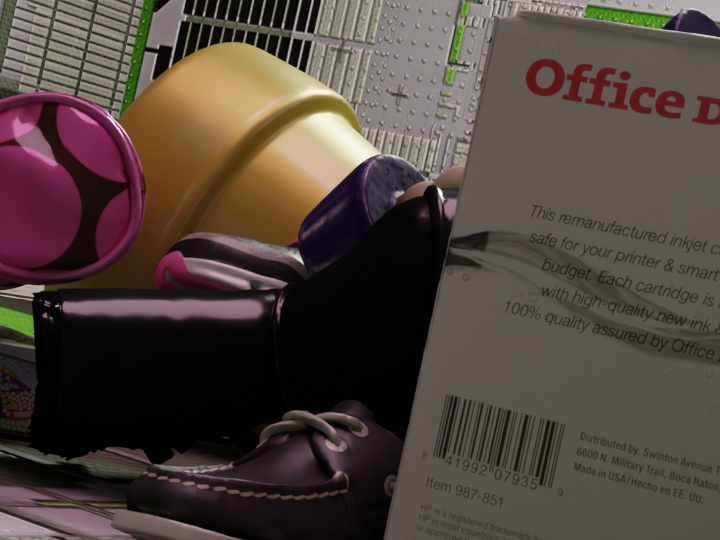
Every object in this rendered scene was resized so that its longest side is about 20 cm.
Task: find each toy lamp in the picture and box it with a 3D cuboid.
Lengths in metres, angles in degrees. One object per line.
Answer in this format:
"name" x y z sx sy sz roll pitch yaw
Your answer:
"toy lamp" 0.057 -0.040 0.778 0.199 0.059 0.058 -24 -22 34

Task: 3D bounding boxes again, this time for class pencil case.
"pencil case" -0.156 -0.029 0.857 0.093 0.091 0.200 9 -6 -18

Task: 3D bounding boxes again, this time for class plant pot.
"plant pot" -0.031 0.010 1.026 0.188 0.201 0.201 30 7 22

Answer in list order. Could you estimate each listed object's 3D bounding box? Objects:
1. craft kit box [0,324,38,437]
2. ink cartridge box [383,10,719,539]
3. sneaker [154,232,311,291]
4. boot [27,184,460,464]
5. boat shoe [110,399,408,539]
"craft kit box" -0.256 0.029 0.902 0.197 0.049 0.200 16 -1 -36
"ink cartridge box" 0.102 0.029 0.642 0.144 0.201 0.084 13 1 27
"sneaker" 0.000 0.000 0.893 0.199 0.088 0.074 9 -24 -24
"boot" -0.047 0.026 0.765 0.162 0.074 0.198 3 -23 -8
"boat shoe" -0.005 0.076 0.696 0.074 0.061 0.199 11 -1 43
